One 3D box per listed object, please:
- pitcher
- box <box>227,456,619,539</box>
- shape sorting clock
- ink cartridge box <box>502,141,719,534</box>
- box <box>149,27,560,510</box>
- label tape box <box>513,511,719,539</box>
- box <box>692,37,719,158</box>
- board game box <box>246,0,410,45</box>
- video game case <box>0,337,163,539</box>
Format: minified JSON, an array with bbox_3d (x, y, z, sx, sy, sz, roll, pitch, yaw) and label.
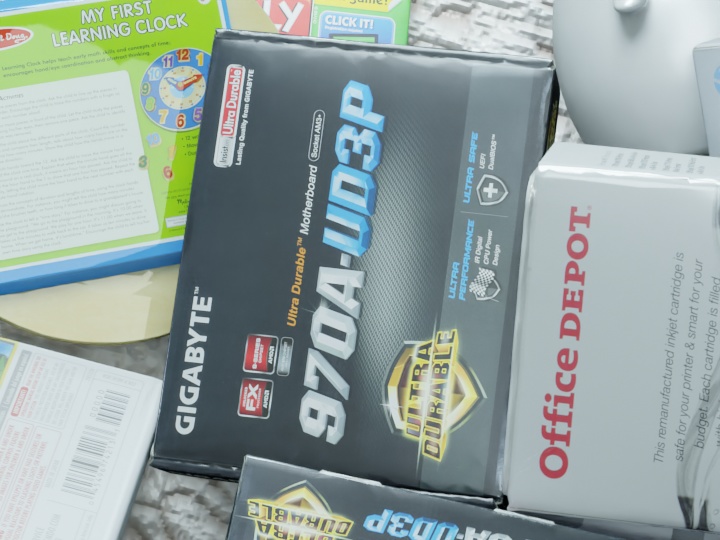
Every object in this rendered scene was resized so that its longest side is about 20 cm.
[{"bbox_3d":[0.135,-0.146,1.075,0.120,0.171,0.202,-13,78,28],"label":"pitcher"},{"bbox_3d":[0.018,0.137,0.990,0.158,0.200,0.046,13,72,-2],"label":"box"},{"bbox_3d":[-0.122,-0.064,1.075,0.198,0.039,0.202,2,82,-13],"label":"shape sorting clock"},{"bbox_3d":[0.166,0.031,0.954,0.198,0.084,0.146,6,102,9],"label":"ink cartridge box"},{"bbox_3d":[0.000,0.000,1.024,0.158,0.046,0.202,7,80,10],"label":"box"},{"bbox_3d":[0.100,0.048,1.069,0.198,0.066,0.145,11,80,-11],"label":"label tape box"},{"bbox_3d":[0.243,-0.047,1.059,0.199,0.041,0.157,-17,101,-36],"label":"box"},{"bbox_3d":[-0.079,-0.087,1.117,0.198,0.029,0.136,6,81,-3],"label":"board game box"},{"bbox_3d":[-0.193,0.104,0.974,0.181,0.023,0.201,15,48,2],"label":"video game case"}]
